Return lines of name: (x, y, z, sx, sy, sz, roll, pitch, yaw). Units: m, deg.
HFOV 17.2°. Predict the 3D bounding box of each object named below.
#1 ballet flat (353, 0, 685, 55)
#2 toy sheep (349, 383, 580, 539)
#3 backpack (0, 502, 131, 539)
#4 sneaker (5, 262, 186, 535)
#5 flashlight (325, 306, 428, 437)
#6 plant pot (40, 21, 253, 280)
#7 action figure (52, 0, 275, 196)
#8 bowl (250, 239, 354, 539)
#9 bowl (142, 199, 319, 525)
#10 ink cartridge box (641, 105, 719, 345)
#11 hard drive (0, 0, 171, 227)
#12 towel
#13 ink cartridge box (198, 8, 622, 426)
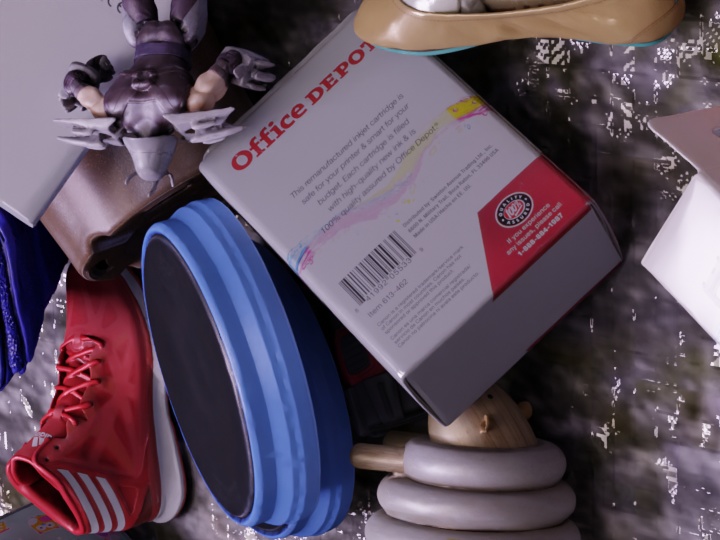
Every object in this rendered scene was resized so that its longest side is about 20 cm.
ballet flat: (0.081, -0.160, 1.315, 0.200, 0.069, 0.063, 1, 139, 26)
toy sheep: (0.063, 0.159, 1.392, 0.138, 0.138, 0.200, 7, 100, 46)
backpack: (-0.217, 0.265, 1.685, 0.200, 0.176, 0.153, 45, 133, 25)
sneaker: (-0.194, 0.088, 1.660, 0.078, 0.115, 0.200, -22, 83, 47)
flashlight: (0.000, 0.000, 1.475, 0.068, 0.068, 0.200, 108, 145, -76)
plant pot: (-0.166, -0.113, 1.542, 0.200, 0.200, 0.198, -42, 76, 44)
action figure: (-0.113, -0.138, 1.393, 0.130, 0.069, 0.200, 1, 73, 7)
bowl: (-0.069, 0.079, 1.534, 0.201, 0.039, 0.201, 45, 145, 45)
bowl: (-0.081, 0.058, 1.423, 0.201, 0.039, 0.201, 163, 90, -73)
ink cartridge box: (0.226, 0.004, 1.189, 0.200, 0.116, 0.068, 50, 131, 28)
hard drive: (-0.195, -0.144, 1.440, 0.132, 0.200, 0.027, 34, 169, -2)
towel: (-0.236, -0.027, 1.637, 0.200, 0.050, 0.148, -88, -4, -63)
ink cartridge box: (0.028, -0.035, 1.369, 0.146, 0.083, 0.200, -43, 59, -2)
